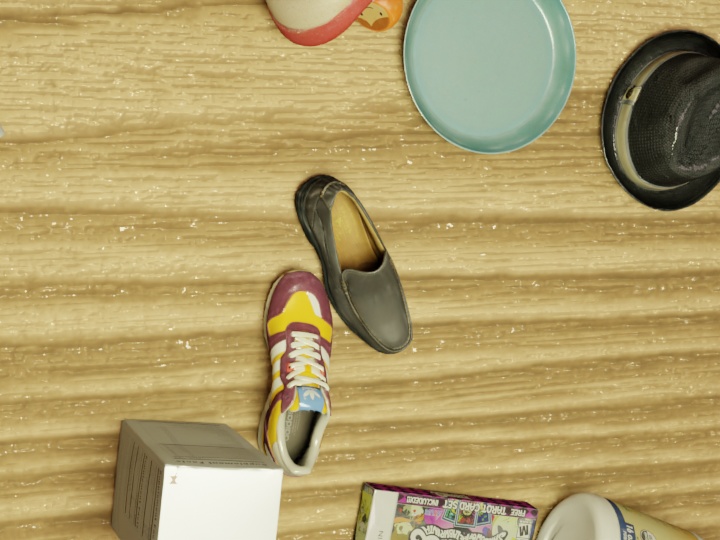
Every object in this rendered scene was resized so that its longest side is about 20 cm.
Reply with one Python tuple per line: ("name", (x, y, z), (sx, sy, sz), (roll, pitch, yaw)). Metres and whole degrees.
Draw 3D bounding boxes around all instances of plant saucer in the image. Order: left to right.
("plant saucer", (0.132, -0.222, 1.388), (0.198, 0.027, 0.203), (-2, 96, -20))

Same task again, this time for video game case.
("video game case", (0.081, 0.327, 1.417), (0.198, 0.036, 0.183), (11, 93, -21))

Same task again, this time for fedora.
("fedora", (0.359, -0.162, 1.443), (0.198, 0.091, 0.203), (-2, 97, -21))

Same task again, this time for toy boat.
("toy boat", (0.002, -0.286, 1.298), (0.200, 0.130, 0.131), (-41, 136, -12))

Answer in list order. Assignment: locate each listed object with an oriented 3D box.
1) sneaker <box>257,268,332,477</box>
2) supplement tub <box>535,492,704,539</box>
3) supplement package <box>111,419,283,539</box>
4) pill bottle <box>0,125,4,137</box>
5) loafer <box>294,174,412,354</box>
("sneaker", (-0.055, 0.101, 1.315), (0.074, 0.090, 0.203), (1, 95, -20))
("supplement tub", (0.297, 0.336, 1.442), (0.198, 0.144, 0.146), (23, 87, -21))
("supplement package", (-0.155, 0.212, 1.230), (0.112, 0.200, 0.111), (5, 93, -20))
("pill bottle", (-0.393, -0.187, 1.150), (0.111, 0.112, 0.201), (-31, 105, -15))
("loafer", (0.000, 0.000, 1.336), (0.073, 0.072, 0.201), (-35, 107, -15))
